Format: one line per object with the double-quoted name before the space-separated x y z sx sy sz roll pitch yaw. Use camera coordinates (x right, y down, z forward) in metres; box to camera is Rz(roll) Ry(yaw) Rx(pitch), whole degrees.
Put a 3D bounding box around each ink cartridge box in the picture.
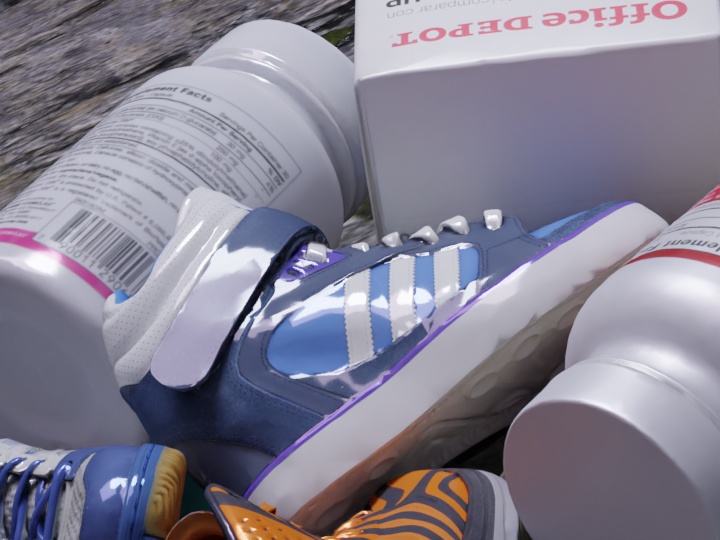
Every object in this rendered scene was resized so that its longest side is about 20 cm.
"ink cartridge box" 0.078 -0.088 1.063 0.147 0.145 0.200 -6 40 7

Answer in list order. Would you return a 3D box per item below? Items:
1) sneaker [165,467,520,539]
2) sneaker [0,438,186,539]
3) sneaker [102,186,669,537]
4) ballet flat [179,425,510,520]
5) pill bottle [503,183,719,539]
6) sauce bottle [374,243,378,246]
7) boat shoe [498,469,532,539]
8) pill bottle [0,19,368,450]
"sneaker" -0.009 0.096 0.823 0.200 0.112 0.078 -120 50 -79
"sneaker" -0.118 0.096 0.921 0.200 0.088 0.076 147 138 -71
"sneaker" 0.000 0.000 0.953 0.200 0.147 0.081 -36 -26 -11
"ballet flat" -0.016 0.081 1.028 0.200 0.068 0.064 -28 -14 15
"pill bottle" 0.140 0.026 0.848 0.200 0.113 0.112 -38 20 -35
"sauce bottle" 0.009 0.026 1.112 0.200 0.065 0.065 -36 18 -17
"boat shoe" 0.103 0.046 0.936 0.200 0.072 0.076 -39 9 -38
"pill bottle" -0.078 -0.014 1.069 0.113 0.114 0.200 -10 28 44
